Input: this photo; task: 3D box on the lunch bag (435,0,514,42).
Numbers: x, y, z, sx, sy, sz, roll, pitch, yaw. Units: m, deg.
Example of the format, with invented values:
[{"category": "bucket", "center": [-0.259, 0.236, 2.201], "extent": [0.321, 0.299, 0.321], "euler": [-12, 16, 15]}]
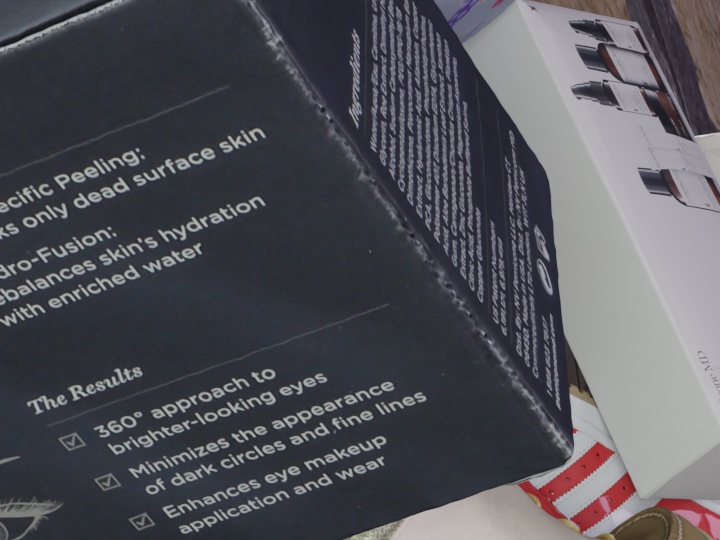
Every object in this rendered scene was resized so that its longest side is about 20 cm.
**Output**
[{"category": "lunch bag", "center": [-0.046, -0.149, 1.106], "extent": [0.200, 0.127, 0.170], "euler": [50, 20, 6]}]

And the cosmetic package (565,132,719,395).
[{"category": "cosmetic package", "center": [0.133, 0.021, 1.375], "extent": [0.200, 0.103, 0.073], "euler": [76, 4, -63]}]

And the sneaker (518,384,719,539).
[{"category": "sneaker", "center": [0.070, 0.108, 1.142], "extent": [0.200, 0.071, 0.113], "euler": [24, 69, -24]}]

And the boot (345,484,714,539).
[{"category": "boot", "center": [0.048, 0.091, 1.017], "extent": [0.155, 0.072, 0.200], "euler": [45, 22, -3]}]

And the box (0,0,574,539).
[{"category": "box", "center": [-0.073, -0.017, 0.807], "extent": [0.200, 0.196, 0.118], "euler": [53, 25, -39]}]

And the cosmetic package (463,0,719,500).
[{"category": "cosmetic package", "center": [0.108, -0.009, 1.159], "extent": [0.082, 0.051, 0.200], "euler": [3, 54, -46]}]
